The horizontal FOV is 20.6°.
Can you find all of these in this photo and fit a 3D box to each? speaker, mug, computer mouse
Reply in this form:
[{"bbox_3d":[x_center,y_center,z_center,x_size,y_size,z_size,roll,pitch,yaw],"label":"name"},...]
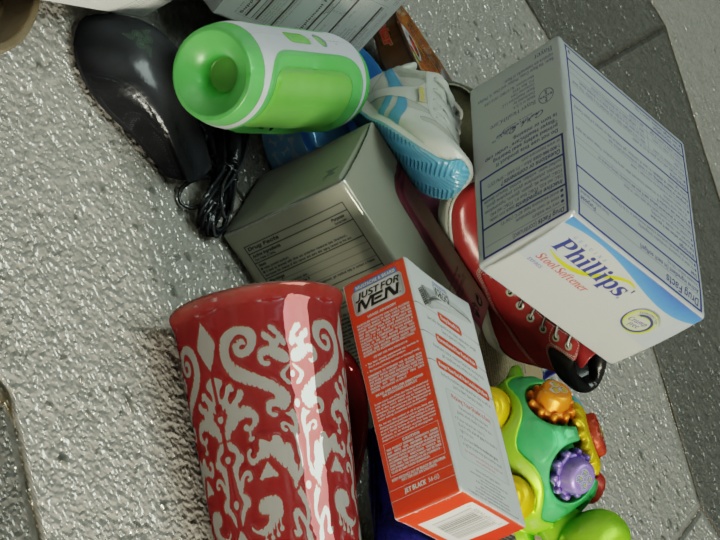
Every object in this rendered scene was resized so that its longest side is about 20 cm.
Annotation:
[{"bbox_3d":[-0.069,-0.156,1.610,0.200,0.088,0.089,-5,75,-62],"label":"speaker"},{"bbox_3d":[-0.046,0.122,1.496,0.176,0.133,0.202,0,72,-29],"label":"mug"},{"bbox_3d":[-0.149,-0.136,1.593,0.200,0.052,0.139,46,36,-33],"label":"computer mouse"}]

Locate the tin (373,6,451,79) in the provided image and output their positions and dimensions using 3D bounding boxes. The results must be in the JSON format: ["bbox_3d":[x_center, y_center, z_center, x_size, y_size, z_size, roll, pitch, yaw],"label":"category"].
[{"bbox_3d":[0.064,-0.178,1.949,0.200,0.042,0.112,50,14,-50],"label":"tin"}]

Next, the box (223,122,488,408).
[{"bbox_3d":[0.000,0.000,1.673,0.201,0.127,0.109,57,29,-19],"label":"box"}]

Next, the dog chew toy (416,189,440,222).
[{"bbox_3d":[0.068,-0.031,1.798,0.200,0.124,0.125,41,38,-50],"label":"dog chew toy"}]

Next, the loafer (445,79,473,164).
[{"bbox_3d":[0.121,-0.108,1.794,0.200,0.075,0.070,39,3,17],"label":"loafer"}]

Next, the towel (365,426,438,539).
[{"bbox_3d":[0.053,0.214,1.544,0.148,0.049,0.201,49,26,-31],"label":"towel"}]

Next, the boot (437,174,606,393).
[{"bbox_3d":[0.148,0.013,1.711,0.072,0.144,0.201,-38,126,-17],"label":"boot"}]

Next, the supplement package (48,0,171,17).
[{"bbox_3d":[-0.190,-0.278,1.498,0.200,0.119,0.122,-5,73,-65],"label":"supplement package"}]

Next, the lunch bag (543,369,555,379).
[{"bbox_3d":[0.180,-0.004,1.938,0.123,0.200,0.171,11,52,-13],"label":"lunch bag"}]

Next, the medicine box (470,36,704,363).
[{"bbox_3d":[0.188,-0.057,1.658,0.182,0.103,0.201,34,41,-35],"label":"medicine box"}]

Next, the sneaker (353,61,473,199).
[{"bbox_3d":[0.052,-0.127,1.695,0.077,0.080,0.200,60,-7,-32],"label":"sneaker"}]

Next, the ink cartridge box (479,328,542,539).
[{"bbox_3d":[0.107,0.157,1.800,0.164,0.075,0.202,32,43,-48],"label":"ink cartridge box"}]

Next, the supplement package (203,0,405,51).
[{"bbox_3d":[-0.058,-0.301,1.716,0.199,0.151,0.152,14,35,-56],"label":"supplement package"}]

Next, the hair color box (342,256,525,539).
[{"bbox_3d":[0.056,0.104,1.522,0.111,0.064,0.201,35,37,-52],"label":"hair color box"}]

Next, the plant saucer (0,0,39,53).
[{"bbox_3d":[-0.308,-0.244,1.426,0.200,0.029,0.202,37,42,-42],"label":"plant saucer"}]

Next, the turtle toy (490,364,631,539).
[{"bbox_3d":[0.161,0.173,1.662,0.146,0.100,0.202,39,34,-72],"label":"turtle toy"}]

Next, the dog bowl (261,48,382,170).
[{"bbox_3d":[-0.028,-0.131,1.797,0.112,0.049,0.200,60,29,-14],"label":"dog bowl"}]
